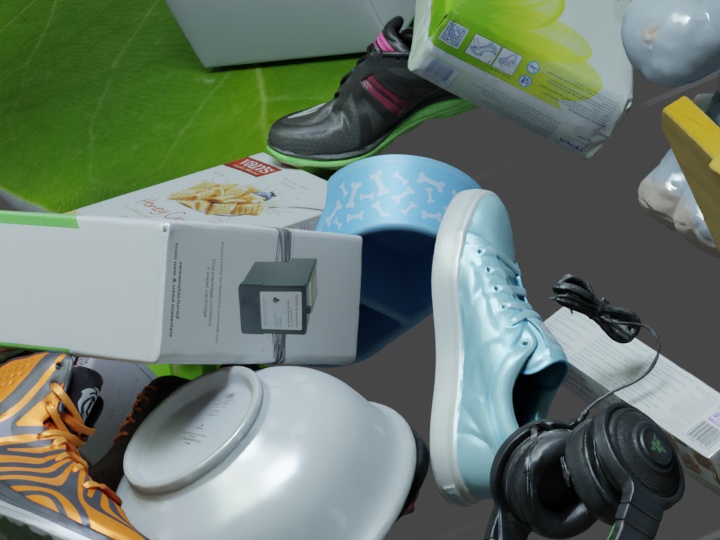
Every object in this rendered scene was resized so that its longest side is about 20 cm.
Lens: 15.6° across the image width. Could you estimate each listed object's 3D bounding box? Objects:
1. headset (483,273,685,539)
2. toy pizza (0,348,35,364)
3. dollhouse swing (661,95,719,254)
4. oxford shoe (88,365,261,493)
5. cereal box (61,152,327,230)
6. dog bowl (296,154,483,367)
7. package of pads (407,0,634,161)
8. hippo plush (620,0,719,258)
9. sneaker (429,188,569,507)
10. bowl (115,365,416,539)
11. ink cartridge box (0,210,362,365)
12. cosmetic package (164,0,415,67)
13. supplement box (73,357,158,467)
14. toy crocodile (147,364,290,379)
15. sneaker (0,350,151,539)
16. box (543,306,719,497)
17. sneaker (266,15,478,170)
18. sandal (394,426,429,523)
[{"bbox_3d":[0.118,0.106,1.478,0.123,0.094,0.201,-17,45,51],"label":"headset"},{"bbox_3d":[-0.293,0.084,1.836,0.199,0.032,0.200,-22,-7,-3],"label":"toy pizza"},{"bbox_3d":[0.284,-0.025,1.445,0.181,0.200,0.176,-23,32,11],"label":"dollhouse swing"},{"bbox_3d":[-0.135,0.110,1.650,0.200,0.073,0.071,-24,1,-41],"label":"oxford shoe"},{"bbox_3d":[-0.115,-0.027,1.853,0.199,0.040,0.144,-20,26,-28],"label":"cereal box"},{"bbox_3d":[0.000,0.000,1.697,0.200,0.111,0.050,-36,38,42],"label":"dog bowl"},{"bbox_3d":[0.117,-0.177,1.839,0.068,0.154,0.200,-55,16,35],"label":"package of pads"},{"bbox_3d":[0.246,-0.114,1.632,0.199,0.161,0.160,-15,35,23],"label":"hippo plush"},{"bbox_3d":[0.092,0.043,1.589,0.082,0.074,0.201,-9,70,27],"label":"sneaker"},{"bbox_3d":[-0.074,0.120,1.517,0.200,0.091,0.201,-28,29,17],"label":"bowl"},{"bbox_3d":[-0.113,0.012,1.582,0.145,0.085,0.200,4,0,34],"label":"ink cartridge box"},{"bbox_3d":[-0.033,-0.275,2.115,0.199,0.123,0.200,-2,41,37],"label":"cosmetic package"},{"bbox_3d":[-0.234,0.125,1.749,0.199,0.061,0.109,-27,29,33],"label":"supplement box"},{"bbox_3d":[-0.129,0.063,1.784,0.062,0.068,0.199,-16,17,-43],"label":"toy crocodile"},{"bbox_3d":[-0.166,0.107,1.472,0.199,0.078,0.112,23,65,31],"label":"sneaker"},{"bbox_3d":[0.171,0.074,1.550,0.041,0.039,0.200,-37,33,-13],"label":"box"},{"bbox_3d":[0.018,-0.139,1.915,0.199,0.084,0.077,-26,28,-1],"label":"sneaker"},{"bbox_3d":[0.005,0.127,1.608,0.075,0.045,0.200,-35,15,-5],"label":"sandal"}]
